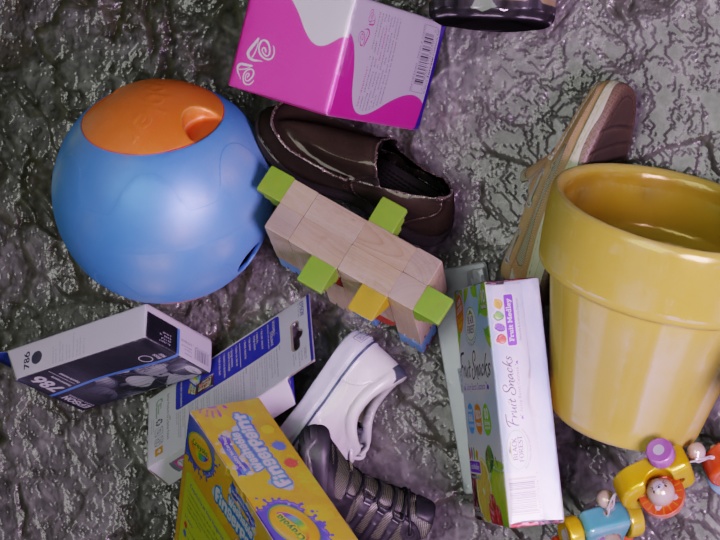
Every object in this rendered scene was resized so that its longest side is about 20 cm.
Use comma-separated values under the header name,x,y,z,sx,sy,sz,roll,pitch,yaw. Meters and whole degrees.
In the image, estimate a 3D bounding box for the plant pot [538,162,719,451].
name,x,y,z,sx,sy,sz,roll,pitch,yaw
plant pot,0.235,0.035,1.569,0.199,0.201,0.191,19,114,21

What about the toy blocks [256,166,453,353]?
name,x,y,z,sx,sy,sz,roll,pitch,yaw
toy blocks,0.000,0.000,1.691,0.199,0.137,0.100,29,76,15

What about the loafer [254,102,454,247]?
name,x,y,z,sx,sy,sz,roll,pitch,yaw
loafer,0.002,-0.100,1.693,0.199,0.073,0.072,27,140,-2

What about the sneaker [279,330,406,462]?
name,x,y,z,sx,sy,sz,roll,pitch,yaw
sneaker,-0.031,0.153,1.735,0.071,0.073,0.201,36,105,16

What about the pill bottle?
name,x,y,z,sx,sy,sz,roll,pitch,yaw
pill bottle,0.118,-0.311,1.649,0.111,0.112,0.202,4,91,23

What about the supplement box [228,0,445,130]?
name,x,y,z,sx,sy,sz,roll,pitch,yaw
supplement box,-0.017,-0.187,1.658,0.103,0.200,0.102,18,97,21

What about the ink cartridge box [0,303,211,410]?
name,x,y,z,sx,sy,sz,roll,pitch,yaw
ink cartridge box,-0.246,0.088,1.796,0.199,0.099,0.040,-17,60,31

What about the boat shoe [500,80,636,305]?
name,x,y,z,sx,sy,sz,roll,pitch,yaw
boat shoe,0.170,-0.075,1.656,0.076,0.071,0.201,28,100,36

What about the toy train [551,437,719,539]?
name,x,y,z,sx,sy,sz,roll,pitch,yaw
toy train,0.254,0.201,1.579,0.200,0.150,0.056,-42,51,24

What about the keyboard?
name,x,y,z,sx,sy,sz,roll,pitch,yaw
keyboard,0.102,0.096,1.714,0.056,0.011,0.202,-11,86,28

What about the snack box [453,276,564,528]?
name,x,y,z,sx,sy,sz,roll,pitch,yaw
snack box,0.123,0.112,1.624,0.052,0.142,0.202,-5,87,-9

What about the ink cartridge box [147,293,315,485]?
name,x,y,z,sx,sy,sz,roll,pitch,yaw
ink cartridge box,-0.113,0.109,1.761,0.199,0.037,0.095,-35,33,21

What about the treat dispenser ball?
name,x,y,z,sx,sy,sz,roll,pitch,yaw
treat dispenser ball,-0.177,-0.070,1.725,0.199,0.201,0.203,0,90,23

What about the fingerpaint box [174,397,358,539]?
name,x,y,z,sx,sy,sz,roll,pitch,yaw
fingerpaint box,-0.084,0.237,1.644,0.200,0.073,0.168,49,139,46

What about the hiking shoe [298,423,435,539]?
name,x,y,z,sx,sy,sz,roll,pitch,yaw
hiking shoe,0.013,0.206,1.692,0.100,0.076,0.201,-21,120,9
